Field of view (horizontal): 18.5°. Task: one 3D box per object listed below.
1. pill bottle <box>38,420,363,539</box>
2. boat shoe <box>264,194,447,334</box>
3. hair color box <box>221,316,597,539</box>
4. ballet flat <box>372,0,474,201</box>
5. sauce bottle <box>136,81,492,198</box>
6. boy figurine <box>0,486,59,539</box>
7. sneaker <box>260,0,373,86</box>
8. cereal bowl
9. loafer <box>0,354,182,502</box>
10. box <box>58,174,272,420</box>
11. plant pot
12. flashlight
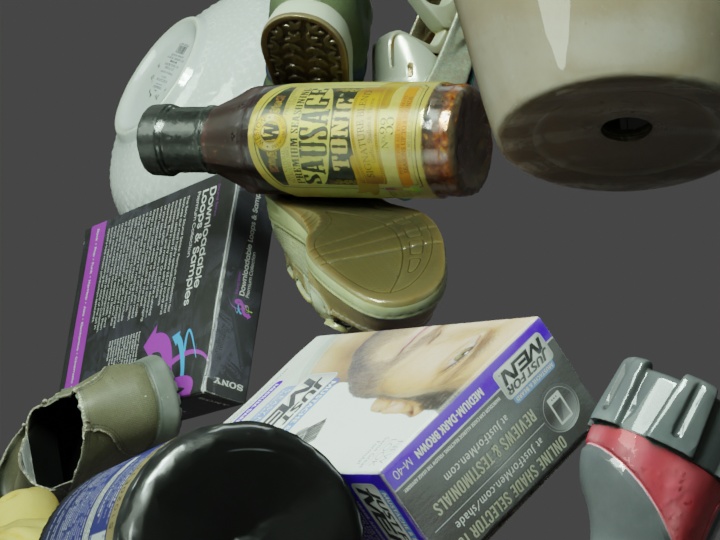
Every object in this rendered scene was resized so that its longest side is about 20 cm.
[{"bbox_3d":[-0.084,0.136,0.990,0.200,0.112,0.112,-28,36,63],"label":"pill bottle"},{"bbox_3d":[-0.003,0.000,1.196,0.073,0.063,0.201,-14,22,-17],"label":"boat shoe"},{"bbox_3d":[0.008,0.081,1.025,0.109,0.065,0.200,-42,18,-27],"label":"hair color box"},{"bbox_3d":[0.038,-0.135,1.276,0.067,0.062,0.200,-13,49,57],"label":"ballet flat"},{"bbox_3d":[-0.029,-0.070,1.213,0.200,0.066,0.066,-1,53,25],"label":"sauce bottle"},{"bbox_3d":[-0.194,0.165,1.184,0.200,0.064,0.124,-27,27,52],"label":"boy figurine"},{"bbox_3d":[-0.022,-0.123,1.282,0.200,0.067,0.090,94,-172,-62],"label":"sneaker"},{"bbox_3d":[-0.106,-0.109,1.488,0.200,0.083,0.200,-43,27,29],"label":"cereal bowl"},{"bbox_3d":[-0.181,0.103,1.336,0.200,0.070,0.075,-41,60,48],"label":"loafer"},{"bbox_3d":[-0.124,0.026,1.375,0.200,0.036,0.143,-18,59,55],"label":"box"},{"bbox_3d":[0.120,-0.137,1.009,0.200,0.200,0.174,-27,55,48],"label":"plant pot"},{"bbox_3d":[0.085,0.134,0.850,0.200,0.068,0.068,-60,26,-10],"label":"flashlight"}]
